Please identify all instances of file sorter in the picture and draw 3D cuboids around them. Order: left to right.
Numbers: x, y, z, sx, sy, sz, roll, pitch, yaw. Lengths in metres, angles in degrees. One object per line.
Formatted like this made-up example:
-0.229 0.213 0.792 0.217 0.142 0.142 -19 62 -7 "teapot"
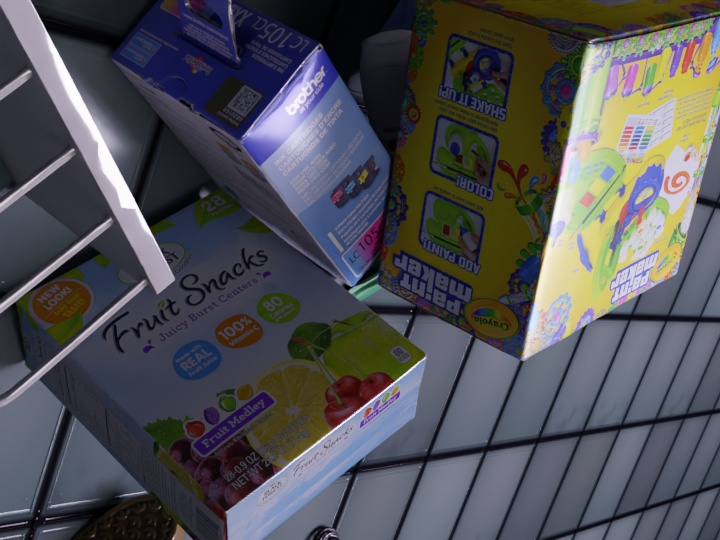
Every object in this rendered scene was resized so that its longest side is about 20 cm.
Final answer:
-0.206 -0.051 0.528 0.124 0.138 0.201 -43 141 -20 "file sorter"

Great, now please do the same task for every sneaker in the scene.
-0.199 0.259 0.818 0.200 0.067 0.090 -48 151 -19 "sneaker"
0.044 -0.076 0.759 0.201 0.075 0.081 64 33 -50 "sneaker"

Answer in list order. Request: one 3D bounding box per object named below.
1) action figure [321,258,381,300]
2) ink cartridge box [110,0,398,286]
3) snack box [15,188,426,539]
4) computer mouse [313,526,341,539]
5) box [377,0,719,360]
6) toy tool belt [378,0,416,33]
0.000 0.000 0.878 0.199 0.055 0.118 -29 179 -20 "action figure"
-0.061 -0.092 0.680 0.077 0.136 0.200 -50 144 -8 "ink cartridge box"
-0.087 0.056 0.692 0.168 0.199 0.068 -34 147 -35 "snack box"
-0.056 0.341 1.088 0.058 0.034 0.203 8 102 -36 "computer mouse"
0.129 -0.078 0.708 0.199 0.121 0.195 -21 127 -45 "box"
0.054 -0.158 0.814 0.122 0.126 0.201 -23 158 -33 "toy tool belt"
